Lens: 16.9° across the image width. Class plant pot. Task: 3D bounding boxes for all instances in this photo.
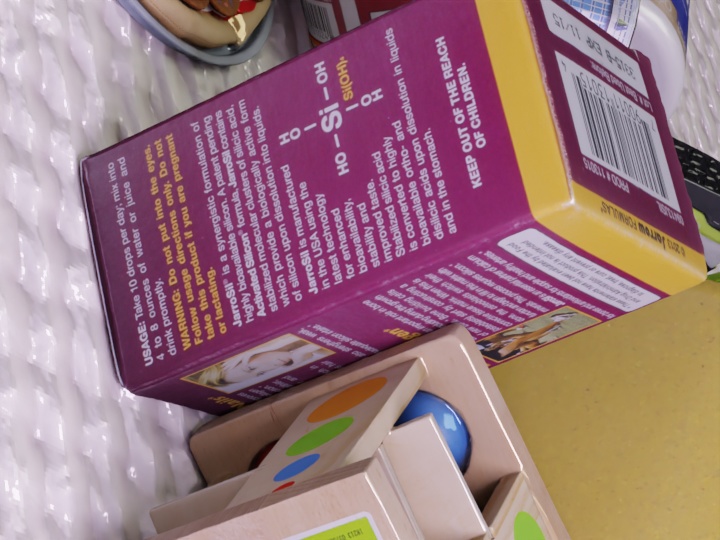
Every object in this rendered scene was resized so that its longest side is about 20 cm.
[{"bbox_3d":[0.156,0.129,1.018,0.196,0.199,0.195,-59,135,-26],"label":"plant pot"}]

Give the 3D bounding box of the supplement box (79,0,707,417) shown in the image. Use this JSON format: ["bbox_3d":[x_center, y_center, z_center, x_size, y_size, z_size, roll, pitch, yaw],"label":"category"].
[{"bbox_3d":[0.013,-0.020,0.935,0.131,0.199,0.104,23,48,-58],"label":"supplement box"}]

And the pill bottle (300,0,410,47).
[{"bbox_3d":[0.011,-0.196,1.138,0.113,0.112,0.201,-68,147,-58],"label":"pill bottle"}]

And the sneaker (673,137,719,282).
[{"bbox_3d":[0.125,-0.046,1.348,0.199,0.083,0.072,29,26,-10],"label":"sneaker"}]

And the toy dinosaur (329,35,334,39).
[{"bbox_3d":[0.000,0.000,1.078,0.102,0.076,0.201,32,36,-72],"label":"toy dinosaur"}]

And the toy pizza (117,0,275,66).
[{"bbox_3d":[-0.086,-0.188,1.078,0.200,0.032,0.201,47,31,-40],"label":"toy pizza"}]

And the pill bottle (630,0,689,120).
[{"bbox_3d":[0.139,-0.163,1.440,0.116,0.115,0.201,56,26,-26],"label":"pill bottle"}]

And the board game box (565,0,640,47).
[{"bbox_3d":[0.102,-0.195,1.311,0.198,0.062,0.201,15,42,-8],"label":"board game box"}]

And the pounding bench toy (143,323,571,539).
[{"bbox_3d":[0.013,0.148,0.888,0.201,0.124,0.156,64,23,-10],"label":"pounding bench toy"}]
